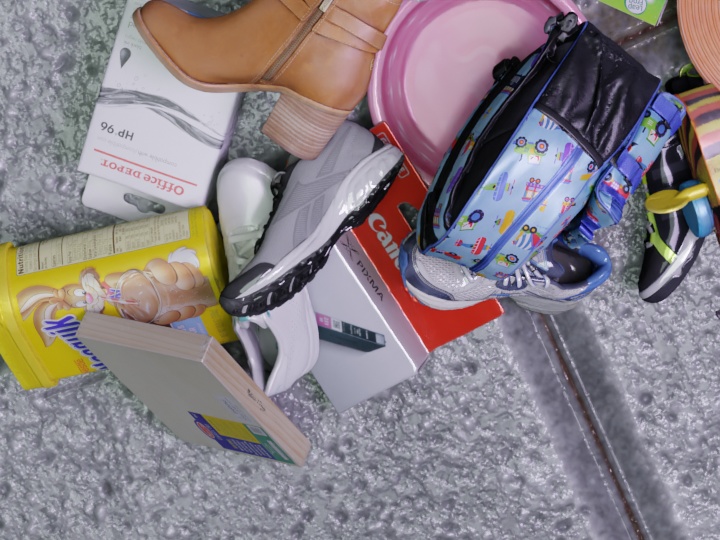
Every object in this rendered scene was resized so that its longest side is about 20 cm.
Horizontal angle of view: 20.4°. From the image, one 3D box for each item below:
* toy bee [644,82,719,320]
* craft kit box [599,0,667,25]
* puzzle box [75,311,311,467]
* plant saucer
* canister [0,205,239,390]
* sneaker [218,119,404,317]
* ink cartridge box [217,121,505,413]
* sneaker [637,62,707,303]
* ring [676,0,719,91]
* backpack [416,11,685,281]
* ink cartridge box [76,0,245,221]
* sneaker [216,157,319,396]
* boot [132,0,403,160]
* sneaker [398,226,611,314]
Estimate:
[{"bbox_3d":[0.307,-0.053,1.600,0.131,0.109,0.201,-38,96,-3],"label":"toy bee"},{"bbox_3d":[0.186,-0.320,1.599,0.198,0.049,0.199,25,129,4],"label":"craft kit box"},{"bbox_3d":[-0.138,0.102,1.684,0.132,0.200,0.026,9,64,30],"label":"puzzle box"},{"bbox_3d":[0.105,-0.158,1.688,0.198,0.051,0.203,1,102,5],"label":"plant saucer"},{"bbox_3d":[-0.210,0.023,1.707,0.198,0.149,0.087,-12,56,4],"label":"canister"},{"bbox_3d":[-0.051,-0.042,1.632,0.079,0.074,0.200,39,70,7],"label":"sneaker"},{"bbox_3d":[0.000,0.000,1.710,0.173,0.044,0.201,-29,99,30],"label":"ink cartridge box"},{"bbox_3d":[0.257,-0.075,1.685,0.082,0.072,0.202,20,93,-4],"label":"sneaker"},{"bbox_3d":[0.359,-0.218,1.649,0.198,0.019,0.203,0,86,1],"label":"ring"},{"bbox_3d":[0.137,-0.076,1.561,0.134,0.183,0.201,35,75,-6],"label":"backpack"},{"bbox_3d":[-0.167,-0.127,1.708,0.115,0.068,0.202,18,103,1],"label":"ink cartridge box"},{"bbox_3d":[-0.083,0.009,1.671,0.075,0.088,0.202,-5,109,25],"label":"sneaker"},{"bbox_3d":[-0.072,-0.203,1.595,0.199,0.074,0.155,33,112,5],"label":"boot"},{"bbox_3d":[0.123,-0.011,1.656,0.198,0.085,0.078,2,76,-33],"label":"sneaker"}]
